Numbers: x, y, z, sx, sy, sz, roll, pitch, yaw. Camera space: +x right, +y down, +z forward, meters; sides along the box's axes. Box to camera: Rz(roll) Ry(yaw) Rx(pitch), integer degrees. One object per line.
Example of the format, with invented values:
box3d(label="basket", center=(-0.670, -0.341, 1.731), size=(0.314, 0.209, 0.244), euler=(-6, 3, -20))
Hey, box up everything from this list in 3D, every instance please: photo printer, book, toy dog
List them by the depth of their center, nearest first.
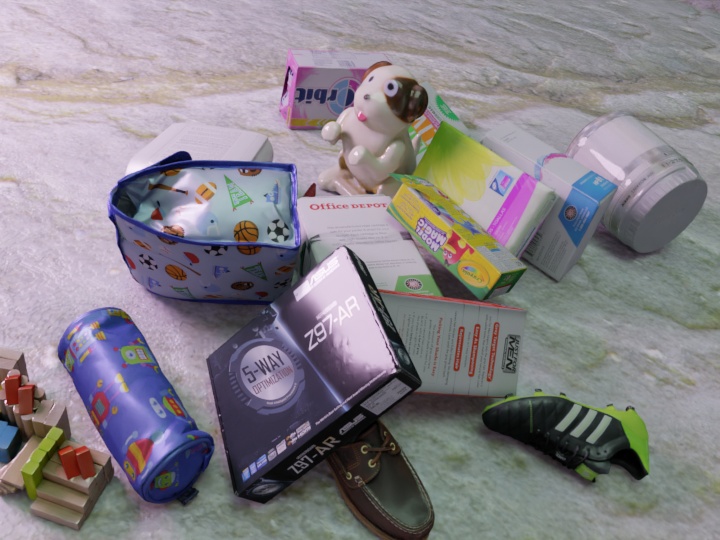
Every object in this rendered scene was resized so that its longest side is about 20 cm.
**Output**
box3d(label="photo printer", center=(-0.217, -0.136, 0.854), size=(0.161, 0.071, 0.202), euler=(7, 30, 1))
box3d(label="toy dog", center=(0.036, -0.196, 0.915), size=(0.190, 0.203, 0.141), euler=(-21, 54, -24))
box3d(label="book", center=(0.101, -0.250, 1.110), size=(0.134, 0.048, 0.199), euler=(49, 47, 4))

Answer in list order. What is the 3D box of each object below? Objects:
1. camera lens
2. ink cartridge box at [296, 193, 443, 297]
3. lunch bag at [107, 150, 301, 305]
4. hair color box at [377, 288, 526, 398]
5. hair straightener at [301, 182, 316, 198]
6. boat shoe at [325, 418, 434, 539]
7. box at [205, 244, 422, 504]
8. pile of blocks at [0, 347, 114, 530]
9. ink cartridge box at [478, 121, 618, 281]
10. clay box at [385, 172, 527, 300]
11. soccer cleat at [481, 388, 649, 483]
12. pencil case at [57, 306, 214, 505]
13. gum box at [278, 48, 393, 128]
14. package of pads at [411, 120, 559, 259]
box3d(label="camera lens", center=(0.446, -0.151, 1.038), size=(0.156, 0.163, 0.202), euler=(-9, 47, -26))
box3d(label="ink cartridge box", center=(0.000, 0.000, 0.793), size=(0.142, 0.086, 0.203), euler=(-3, 45, -20))
box3d(label="lunch bag", center=(-0.173, -0.041, 0.706), size=(0.194, 0.171, 0.127), euler=(-1, 64, -12))
box3d(label="hair color box", center=(0.083, 0.081, 0.692), size=(0.194, 0.105, 0.061), euler=(8, 0, -21))
box3d(label="hair straightener", center=(-0.126, -0.068, 0.871), size=(0.075, 0.042, 0.202), euler=(19, 46, 4))
box3d(label="boat shoe", center=(0.000, 0.176, 0.616), size=(0.069, 0.071, 0.199), euler=(-25, 57, -38))
box3d(label="box", center=(-0.054, 0.097, 0.605), size=(0.043, 0.198, 0.162), euler=(37, 20, -46))
box3d(label="pile of blocks", center=(-0.305, 0.142, 0.562), size=(0.198, 0.063, 0.082), euler=(36, 45, 21))
box3d(label="ink cartridge box", center=(0.261, -0.108, 0.945), size=(0.198, 0.147, 0.084), euler=(37, 45, 23))
box3d(label="clay box", center=(0.117, -0.049, 0.815), size=(0.200, 0.048, 0.114), euler=(45, 24, 22))
box3d(label="soccer cleat", center=(0.230, 0.184, 0.686), size=(0.194, 0.068, 0.083), euler=(9, 54, -8))
box3d(label="pencil case", center=(-0.213, 0.124, 0.597), size=(0.200, 0.079, 0.086), euler=(44, 28, 29))
box3d(label="gum box", center=(-0.045, -0.318, 1.100), size=(0.194, 0.116, 0.067), euler=(-6, 44, -23))
box3d(label="package of pads", center=(0.160, -0.094, 0.897), size=(0.199, 0.157, 0.068), euler=(38, 16, 23))
